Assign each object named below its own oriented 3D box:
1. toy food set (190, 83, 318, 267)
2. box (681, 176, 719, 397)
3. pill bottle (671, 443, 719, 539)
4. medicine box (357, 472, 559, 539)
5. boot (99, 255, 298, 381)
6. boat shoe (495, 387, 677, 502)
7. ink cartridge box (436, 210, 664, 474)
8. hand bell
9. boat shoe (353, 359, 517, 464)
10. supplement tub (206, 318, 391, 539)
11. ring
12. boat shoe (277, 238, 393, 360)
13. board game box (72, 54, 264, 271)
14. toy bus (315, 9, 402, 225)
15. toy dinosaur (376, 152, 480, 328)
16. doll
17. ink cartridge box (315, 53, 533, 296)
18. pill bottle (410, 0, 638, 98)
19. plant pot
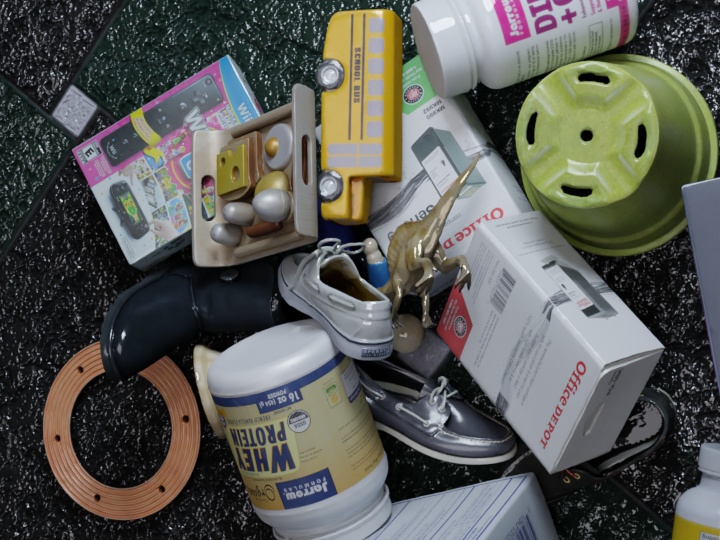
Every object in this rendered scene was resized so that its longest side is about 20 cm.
[{"bbox_3d":[-0.110,-0.089,1.416,0.199,0.060,0.145,-13,76,52],"label":"toy food set"},{"bbox_3d":[0.371,0.015,1.289,0.122,0.198,0.203,-11,85,18],"label":"box"},{"bbox_3d":[0.344,0.268,1.339,0.111,0.112,0.203,8,91,19],"label":"pill bottle"},{"bbox_3d":[0.071,0.291,1.377,0.198,0.182,0.104,-18,97,28],"label":"medicine box"},{"bbox_3d":[-0.158,0.044,1.485,0.166,0.200,0.077,-2,116,22],"label":"boot"},{"bbox_3d":[0.216,0.176,1.414,0.200,0.063,0.074,-29,82,18],"label":"boat shoe"},{"bbox_3d":[0.175,0.065,1.358,0.200,0.082,0.148,52,139,34],"label":"ink cartridge box"},{"bbox_3d":[-0.066,0.101,1.516,0.198,0.104,0.105,-16,83,5],"label":"hand bell"},{"bbox_3d":[0.067,0.138,1.454,0.198,0.073,0.063,18,118,23],"label":"boat shoe"},{"bbox_3d":[-0.056,0.164,1.420,0.143,0.145,0.202,-15,104,18],"label":"supplement tub"},{"bbox_3d":[-0.265,0.177,1.606,0.198,0.019,0.203,0,89,18],"label":"ring"},{"bbox_3d":[-0.025,0.006,1.386,0.074,0.202,0.087,-4,114,-22],"label":"boat shoe"},{"bbox_3d":[-0.187,-0.114,1.542,0.199,0.064,0.149,-30,79,3],"label":"board game box"},{"bbox_3d":[0.000,-0.147,1.404,0.077,0.065,0.203,0,86,12],"label":"toy bus"},{"bbox_3d":[0.059,-0.016,1.359,0.201,0.058,0.101,-58,40,21],"label":"toy dinosaur"},{"bbox_3d":[0.000,0.000,1.473,0.048,0.137,0.201,-25,71,-23],"label":"doll"},{"bbox_3d":[0.068,-0.094,1.458,0.145,0.084,0.201,-34,78,14],"label":"ink cartridge box"},{"bbox_3d":[0.156,-0.242,1.382,0.198,0.113,0.114,-21,82,-6],"label":"pill bottle"},{"bbox_3d":[0.228,-0.117,1.350,0.198,0.184,0.203,0,88,19],"label":"plant pot"}]
